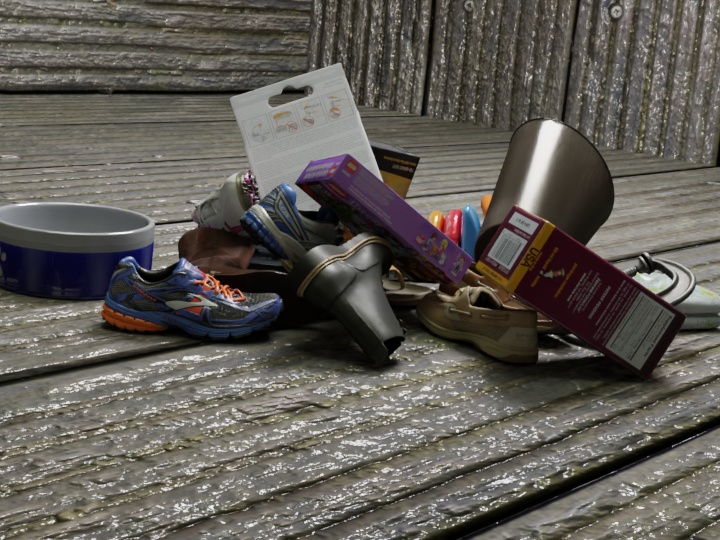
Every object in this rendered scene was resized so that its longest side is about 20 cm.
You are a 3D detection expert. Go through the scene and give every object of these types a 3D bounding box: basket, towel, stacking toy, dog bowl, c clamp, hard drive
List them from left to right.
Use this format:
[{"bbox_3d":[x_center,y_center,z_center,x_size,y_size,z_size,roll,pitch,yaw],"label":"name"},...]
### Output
[{"bbox_3d":[-0.351,-0.027,1.670,0.197,0.080,0.200,6,12,-1],"label":"dog bowl"},{"bbox_3d":[-0.151,-0.017,1.825,0.138,0.033,0.200,5,12,-1],"label":"hard drive"},{"bbox_3d":[0.057,-0.029,1.787,0.197,0.118,0.110,2,1,8],"label":"stacking toy"},{"bbox_3d":[0.229,-0.067,1.756,0.135,0.181,0.201,-17,27,37],"label":"basket"},{"bbox_3d":[0.298,0.027,1.660,0.198,0.027,0.171,-23,24,0],"label":"c clamp"},{"bbox_3d":[0.347,0.034,1.775,0.198,0.049,0.171,0,12,-23],"label":"towel"}]

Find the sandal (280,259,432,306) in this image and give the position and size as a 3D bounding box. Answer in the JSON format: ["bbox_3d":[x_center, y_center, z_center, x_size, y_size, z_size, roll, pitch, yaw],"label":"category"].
[{"bbox_3d":[0.000,0.000,1.719,0.198,0.055,0.080,18,12,-6],"label":"sandal"}]

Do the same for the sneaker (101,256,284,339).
[{"bbox_3d":[-0.181,0.028,1.490,0.197,0.079,0.075,4,13,-6],"label":"sneaker"}]

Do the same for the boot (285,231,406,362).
[{"bbox_3d":[0.013,0.036,1.511,0.138,0.078,0.199,45,28,14],"label":"boot"}]

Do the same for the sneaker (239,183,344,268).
[{"bbox_3d":[-0.045,-0.027,1.624,0.200,0.085,0.077,41,-6,-28],"label":"sneaker"}]

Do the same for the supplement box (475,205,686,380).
[{"bbox_3d":[0.238,0.023,1.489,0.199,0.086,0.110,32,4,-17],"label":"supplement box"}]

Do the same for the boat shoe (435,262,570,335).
[{"bbox_3d":[0.170,0.028,1.640,0.199,0.075,0.075,16,8,41],"label":"boat shoe"}]

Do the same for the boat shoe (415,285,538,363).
[{"bbox_3d":[0.136,0.049,1.564,0.071,0.065,0.199,-3,15,-35],"label":"boat shoe"}]

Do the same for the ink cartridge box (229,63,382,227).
[{"bbox_3d":[-0.066,-0.149,1.796,0.161,0.202,0.057,-18,-16,-6],"label":"ink cartridge box"}]

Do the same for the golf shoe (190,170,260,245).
[{"bbox_3d":[-0.167,-0.069,1.729,0.091,0.074,0.200,-8,-14,-7],"label":"golf shoe"}]

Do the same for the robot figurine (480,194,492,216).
[{"bbox_3d":[0.247,-0.052,1.972,0.142,0.118,0.200,-4,12,6],"label":"robot figurine"}]

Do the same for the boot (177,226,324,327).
[{"bbox_3d":[-0.131,0.000,1.628,0.184,0.065,0.200,9,16,-5],"label":"boot"}]

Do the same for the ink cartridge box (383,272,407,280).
[{"bbox_3d":[0.068,-0.016,1.906,0.198,0.040,0.099,-3,14,-28],"label":"ink cartridge box"}]

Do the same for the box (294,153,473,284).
[{"bbox_3d":[0.026,-0.058,1.623,0.199,0.039,0.137,39,-13,-16],"label":"box"}]

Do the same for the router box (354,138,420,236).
[{"bbox_3d":[-0.020,-0.107,1.915,0.052,0.159,0.199,30,16,39],"label":"router box"}]
